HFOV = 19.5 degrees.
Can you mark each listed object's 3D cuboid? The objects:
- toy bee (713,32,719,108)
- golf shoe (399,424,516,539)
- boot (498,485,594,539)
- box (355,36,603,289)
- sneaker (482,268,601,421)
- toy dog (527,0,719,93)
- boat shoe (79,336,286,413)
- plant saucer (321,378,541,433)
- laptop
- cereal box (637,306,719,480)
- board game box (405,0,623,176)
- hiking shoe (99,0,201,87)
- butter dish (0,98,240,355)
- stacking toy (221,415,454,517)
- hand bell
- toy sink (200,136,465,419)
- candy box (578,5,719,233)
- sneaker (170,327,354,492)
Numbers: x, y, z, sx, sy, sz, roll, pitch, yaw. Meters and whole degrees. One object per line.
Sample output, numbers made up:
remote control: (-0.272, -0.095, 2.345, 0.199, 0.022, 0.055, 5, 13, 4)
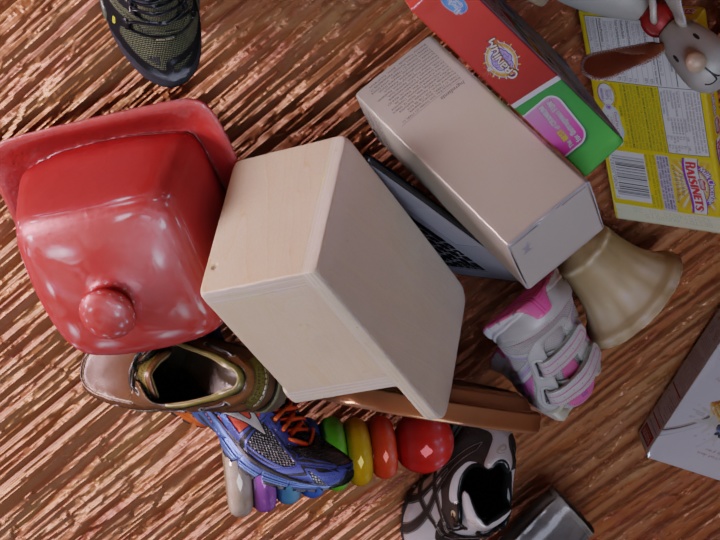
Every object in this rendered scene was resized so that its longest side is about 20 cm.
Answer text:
toy bee: (0.312, -0.205, 1.613, 0.131, 0.109, 0.201, 29, 112, 23)
golf shoe: (0.087, 0.212, 1.849, 0.077, 0.095, 0.201, 5, 123, -14)
boot: (0.131, 0.292, 1.921, 0.200, 0.072, 0.182, -49, 162, -6)
box: (0.089, -0.084, 1.586, 0.082, 0.200, 0.068, -37, 146, -6)
sneaker: (0.158, 0.064, 1.714, 0.081, 0.088, 0.200, -42, 162, -6)
toy dog: (0.186, -0.209, 1.554, 0.199, 0.096, 0.133, 19, 105, 20)
boat shoe: (-0.155, 0.078, 1.685, 0.199, 0.072, 0.068, -2, 174, 32)
plant saucer: (0.051, 0.102, 1.723, 0.199, 0.200, 0.033, 10, 90, -16)
laptop: (0.000, 0.000, 1.689, 0.187, 0.200, 0.116, 34, 78, -27)
cereal box: (0.355, 0.100, 1.856, 0.143, 0.040, 0.201, 18, 117, -20)
board game box: (0.099, -0.174, 1.568, 0.040, 0.153, 0.200, -43, 118, 12)
hiking shoe: (-0.159, -0.212, 1.530, 0.075, 0.101, 0.201, -13, 123, -1)
butter dish: (-0.181, -0.006, 1.613, 0.199, 0.148, 0.200, -11, 126, 17)
stacking toy: (-0.018, 0.159, 1.799, 0.199, 0.086, 0.086, -6, 123, -6)
hand bell: (0.161, -0.039, 1.718, 0.104, 0.104, 0.200, -41, 109, 16)
toy sink: (-0.020, 0.017, 1.602, 0.112, 0.131, 0.200, -12, 138, 29)
candy box: (0.237, -0.122, 1.670, 0.102, 0.026, 0.201, 9, 130, 30)
sneaker: (-0.086, 0.112, 1.716, 0.200, 0.075, 0.079, 33, 111, 17)
